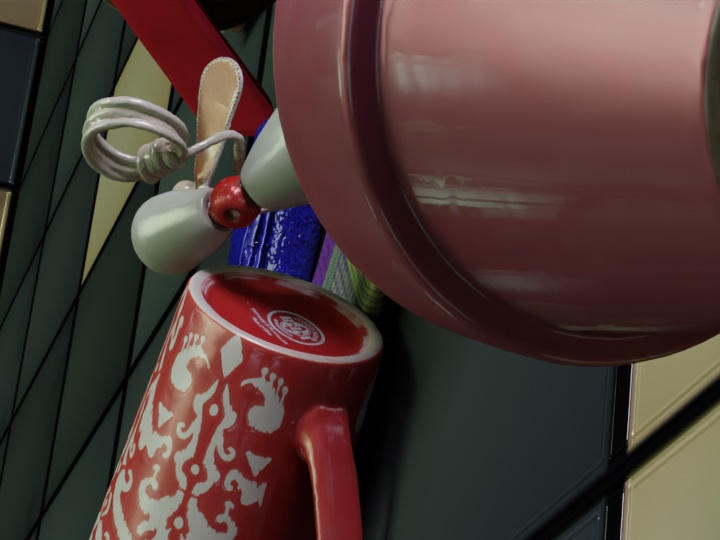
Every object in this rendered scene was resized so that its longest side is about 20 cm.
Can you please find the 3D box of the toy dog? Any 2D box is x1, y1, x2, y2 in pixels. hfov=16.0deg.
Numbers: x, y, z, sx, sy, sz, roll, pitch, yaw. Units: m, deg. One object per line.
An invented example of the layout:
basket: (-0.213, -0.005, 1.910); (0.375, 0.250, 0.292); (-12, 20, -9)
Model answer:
toy dog: (-0.034, -0.074, 1.316); (0.097, 0.199, 0.132); (-76, -30, -45)

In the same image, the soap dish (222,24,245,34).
soap dish: (-0.129, -0.277, 1.970); (0.081, 0.157, 0.200); (-64, 6, -29)

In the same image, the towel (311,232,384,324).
towel: (0.000, 0.000, 1.420); (0.144, 0.023, 0.201); (-107, 32, -64)

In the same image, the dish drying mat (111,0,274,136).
dish drying mat: (-0.127, -0.167, 1.754); (0.077, 0.200, 0.018); (0, 47, 44)

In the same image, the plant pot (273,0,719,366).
plant pot: (0.099, -0.062, 0.733); (0.179, 0.199, 0.201); (19, 96, 62)

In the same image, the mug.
mug: (-0.049, 0.118, 1.345); (0.133, 0.177, 0.201); (-23, -45, -63)

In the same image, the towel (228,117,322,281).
towel: (-0.068, 0.001, 1.644); (0.148, 0.049, 0.201); (-158, 81, -76)

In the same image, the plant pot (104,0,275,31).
plant pot: (-0.088, -0.284, 1.743); (0.198, 0.199, 0.201); (-25, 52, 63)
